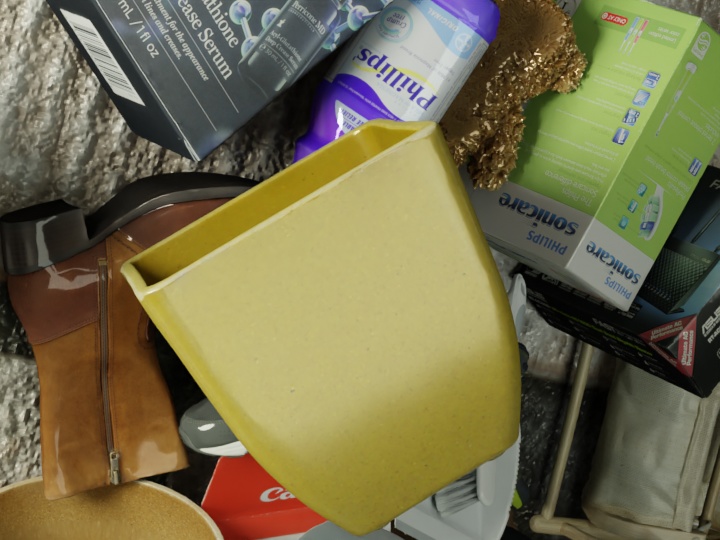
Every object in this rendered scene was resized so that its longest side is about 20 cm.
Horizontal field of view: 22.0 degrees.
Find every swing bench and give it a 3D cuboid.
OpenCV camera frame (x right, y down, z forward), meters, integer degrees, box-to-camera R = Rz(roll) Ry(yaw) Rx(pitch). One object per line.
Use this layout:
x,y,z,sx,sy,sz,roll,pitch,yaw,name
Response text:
0.267,0.137,1.495,0.199,0.130,0.200,6,101,-38,swing bench

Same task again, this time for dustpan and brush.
0.086,0.099,1.320,0.139,0.057,0.201,35,55,-53,dustpan and brush

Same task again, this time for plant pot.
-0.009,0.042,1.125,0.194,0.195,0.201,-30,101,-7,plant pot
-0.188,0.269,1.236,0.186,0.186,0.201,-10,121,-29,plant pot

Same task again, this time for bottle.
0.011,-0.111,1.247,0.083,0.065,0.200,34,91,1,bottle

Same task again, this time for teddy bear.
0.062,-0.120,1.311,0.145,0.067,0.200,33,90,0,teddy bear

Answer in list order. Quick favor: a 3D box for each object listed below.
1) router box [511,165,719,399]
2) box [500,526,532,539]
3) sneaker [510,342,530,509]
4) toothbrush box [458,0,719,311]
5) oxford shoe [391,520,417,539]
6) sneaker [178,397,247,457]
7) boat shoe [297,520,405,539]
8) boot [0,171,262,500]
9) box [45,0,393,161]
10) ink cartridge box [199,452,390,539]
0.227,-0.006,1.375,0.150,0.200,0.062,-47,123,-11,router box
0.110,0.287,1.396,0.104,0.200,0.149,16,98,-35,box
0.098,0.095,1.409,0.081,0.074,0.201,-33,121,-23,sneaker
0.170,-0.094,1.343,0.086,0.145,0.201,32,86,-42,toothbrush box
0.014,0.133,1.360,0.073,0.084,0.201,-32,121,-22,oxford shoe
-0.042,0.049,1.248,0.200,0.074,0.085,-31,116,-15,sneaker
-0.036,0.231,1.251,0.200,0.071,0.091,-6,126,-56,boat shoe
-0.135,0.043,1.237,0.188,0.068,0.201,-17,108,-25,boot
-0.088,-0.194,1.180,0.200,0.107,0.149,-42,121,-15,box
-0.049,0.205,1.313,0.162,0.057,0.200,-5,141,-30,ink cartridge box
